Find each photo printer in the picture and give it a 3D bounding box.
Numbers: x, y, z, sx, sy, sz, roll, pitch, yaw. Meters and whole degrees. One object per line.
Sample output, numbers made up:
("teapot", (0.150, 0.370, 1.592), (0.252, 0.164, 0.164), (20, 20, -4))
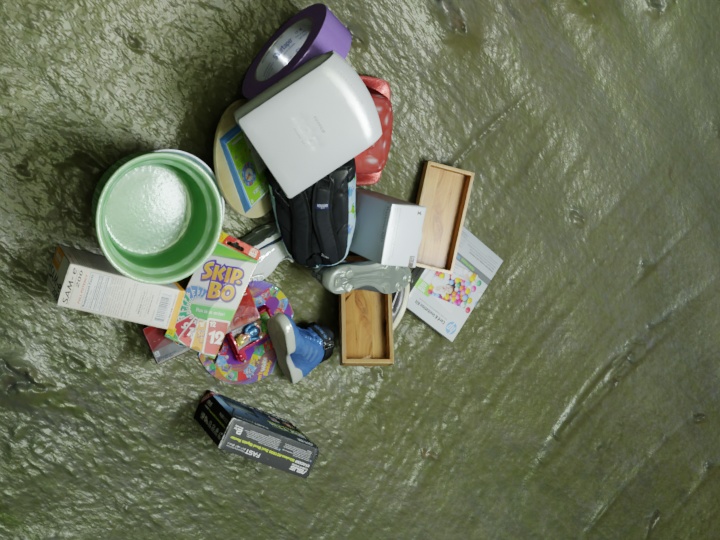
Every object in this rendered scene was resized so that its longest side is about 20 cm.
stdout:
("photo printer", (-0.074, -0.232, 1.451), (0.198, 0.070, 0.168), (-31, 114, 7))

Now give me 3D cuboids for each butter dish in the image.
("butter dish", (-0.014, -0.246, 1.651), (0.197, 0.147, 0.204), (1, 102, -27))

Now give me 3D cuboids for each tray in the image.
("tray", (0.153, -0.103, 1.815), (0.097, 0.037, 0.204), (12, 91, -12))
("tray", (0.009, 0.076, 1.748), (0.097, 0.037, 0.204), (1, 74, -11))

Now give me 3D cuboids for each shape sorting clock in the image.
("shape sorting clock", (-0.190, -0.192, 1.591), (0.199, 0.039, 0.204), (8, 80, -58))

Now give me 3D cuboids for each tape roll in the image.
("tape roll", (-0.108, -0.347, 1.543), (0.065, 0.199, 0.201), (39, 84, -30))

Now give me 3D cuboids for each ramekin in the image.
("ramekin", (-0.321, -0.088, 1.436), (0.197, 0.097, 0.204), (-8, 107, -26))

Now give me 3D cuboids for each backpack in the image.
("backpack", (-0.075, -0.103, 1.618), (0.160, 0.154, 0.204), (-5, 112, 5))

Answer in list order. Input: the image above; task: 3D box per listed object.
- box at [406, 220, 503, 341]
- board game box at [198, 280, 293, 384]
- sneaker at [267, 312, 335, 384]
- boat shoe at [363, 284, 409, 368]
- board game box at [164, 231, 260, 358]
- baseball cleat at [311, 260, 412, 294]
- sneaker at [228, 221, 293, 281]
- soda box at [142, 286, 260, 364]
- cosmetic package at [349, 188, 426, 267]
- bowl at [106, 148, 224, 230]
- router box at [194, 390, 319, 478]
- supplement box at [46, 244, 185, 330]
("box", (0.182, 0.019, 1.888), (0.155, 0.041, 0.202), (36, 86, -30))
("board game box", (-0.202, 0.121, 1.708), (0.156, 0.039, 0.203), (19, 94, -30))
("sneaker", (-0.104, 0.121, 1.711), (0.110, 0.077, 0.202), (-33, 145, -19))
("boat shoe", (0.032, 0.093, 1.811), (0.064, 0.072, 0.203), (20, 99, -35))
("board game box", (-0.250, 0.039, 1.582), (0.094, 0.030, 0.203), (25, 85, -11))
("baseball cleat", (0.000, 0.000, 1.708), (0.197, 0.106, 0.071), (2, 108, -39))
("sneaker", (-0.206, -0.009, 1.657), (0.198, 0.076, 0.082), (-28, 123, -18))
("soda box", (-0.280, 0.093, 1.627), (0.197, 0.063, 0.071), (-24, 91, -15))
("cosmetic package", (0.030, -0.082, 1.686), (0.080, 0.199, 0.115), (5, 99, -30))
("bowl", (-0.335, -0.107, 1.541), (0.197, 0.105, 0.205), (-7, 106, -25))
("router box", (-0.191, 0.300, 1.699), (0.198, 0.149, 0.063), (26, 90, -31))
("supplement box", (-0.405, 0.029, 1.528), (0.197, 0.126, 0.075), (16, 97, -29))
